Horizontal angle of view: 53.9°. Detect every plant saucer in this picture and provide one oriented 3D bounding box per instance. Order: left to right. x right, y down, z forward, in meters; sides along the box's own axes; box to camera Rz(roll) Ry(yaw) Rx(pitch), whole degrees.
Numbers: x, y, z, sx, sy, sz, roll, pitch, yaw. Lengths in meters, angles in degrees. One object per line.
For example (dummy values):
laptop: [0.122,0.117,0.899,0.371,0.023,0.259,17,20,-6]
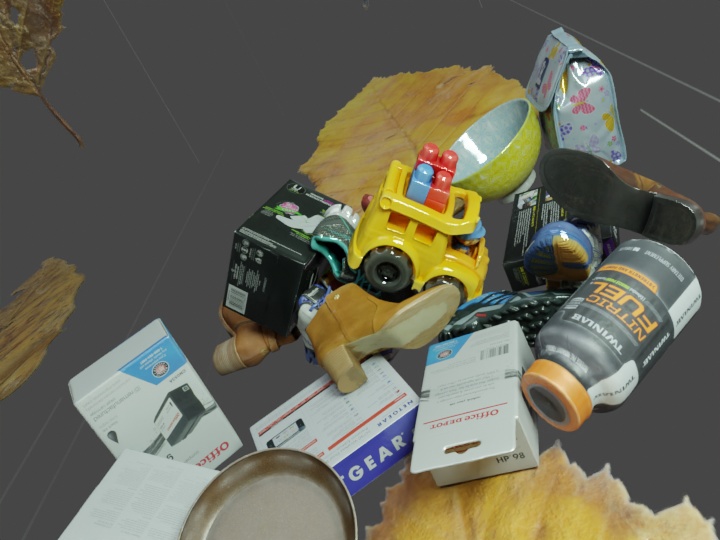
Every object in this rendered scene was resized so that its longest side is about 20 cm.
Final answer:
plant saucer: [-0.094,0.281,0.715,0.194,0.032,0.204,-9,50,11]

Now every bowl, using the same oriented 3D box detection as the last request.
bowl: [0.234,-0.178,1.193,0.199,0.108,0.201,-38,21,17]

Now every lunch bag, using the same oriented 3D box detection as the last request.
lunch bag: [0.342,-0.277,1.151,0.124,0.204,0.171,-15,27,9]

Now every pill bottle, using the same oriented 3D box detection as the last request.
pill bottle: [0.248,0.068,0.716,0.199,0.108,0.105,-41,26,-22]

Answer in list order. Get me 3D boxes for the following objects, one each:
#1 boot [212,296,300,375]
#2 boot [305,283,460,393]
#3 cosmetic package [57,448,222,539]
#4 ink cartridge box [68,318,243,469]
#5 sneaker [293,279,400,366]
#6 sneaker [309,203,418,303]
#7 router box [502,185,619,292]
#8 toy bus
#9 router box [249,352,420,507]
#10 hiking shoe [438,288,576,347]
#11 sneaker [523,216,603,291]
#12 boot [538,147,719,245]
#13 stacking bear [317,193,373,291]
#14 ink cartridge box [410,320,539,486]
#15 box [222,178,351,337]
boot: [-0.169,0.081,1.209,0.152,0.078,0.202,-25,26,15]
boot: [0.020,0.052,0.909,0.199,0.071,0.145,-37,38,2]
cosmetic package: [-0.229,0.296,0.812,0.194,0.053,0.152,7,36,20]
ink cartridge box: [-0.272,0.195,0.954,0.144,0.203,0.083,-36,26,-16]
sneaker: [-0.033,0.076,1.015,0.196,0.117,0.081,-6,33,43]
sneaker: [0.000,0.000,1.041,0.091,0.200,0.078,-40,-6,-48]
router box: [0.283,-0.061,0.993,0.146,0.052,0.202,-15,28,27]
toy bus: [0.102,-0.065,0.956,0.137,0.195,0.195,-72,6,-54]
router box: [-0.028,0.194,0.861,0.197,0.050,0.179,-34,24,-7]
hiking shoe: [0.186,0.049,0.864,0.196,0.075,0.087,-15,28,31]
sneaker: [0.235,-0.030,0.806,0.073,0.200,0.091,11,79,24]
boot: [0.316,-0.090,0.821,0.185,0.070,0.198,22,17,28]
stacking bear: [0.004,-0.007,1.147,0.120,0.114,0.201,17,62,49]
ink cartridge box: [0.124,0.151,0.746,0.113,0.068,0.202,-19,26,23]
box: [-0.116,-0.025,1.137,0.122,0.151,0.201,24,36,9]
